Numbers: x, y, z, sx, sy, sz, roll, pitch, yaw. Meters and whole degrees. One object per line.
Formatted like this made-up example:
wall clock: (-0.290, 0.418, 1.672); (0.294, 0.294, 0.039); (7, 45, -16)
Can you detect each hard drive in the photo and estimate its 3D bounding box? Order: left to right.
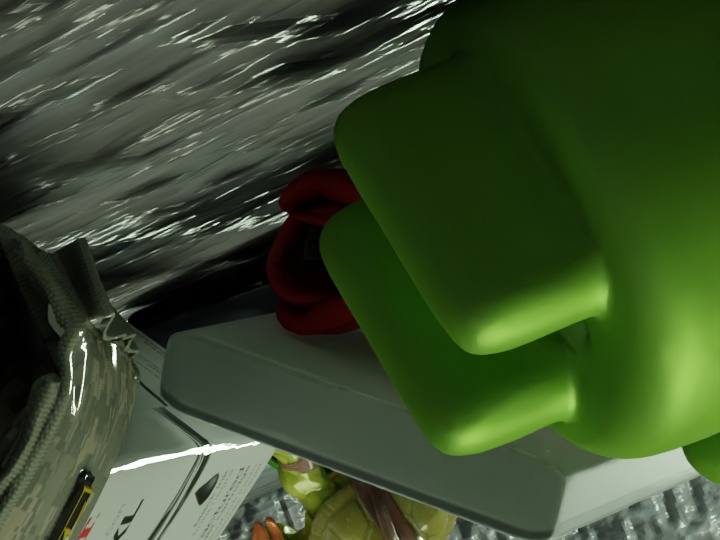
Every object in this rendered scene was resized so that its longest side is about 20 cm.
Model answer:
hard drive: (0.044, 0.038, 0.908); (0.132, 0.027, 0.200); (18, -167, 25)

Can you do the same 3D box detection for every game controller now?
game controller: (0.000, 0.000, 1.072); (0.104, 0.042, 0.200); (-9, -178, 30)

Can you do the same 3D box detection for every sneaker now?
sneaker: (0.027, -0.019, 0.908); (0.115, 0.079, 0.200); (1, 179, -5)

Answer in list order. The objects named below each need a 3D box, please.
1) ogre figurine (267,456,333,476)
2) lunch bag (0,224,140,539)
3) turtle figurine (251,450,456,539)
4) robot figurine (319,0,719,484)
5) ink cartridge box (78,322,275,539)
ogre figurine: (-0.005, 0.061, 1.224); (0.200, 0.098, 0.120); (-12, -173, -14)
lunch bag: (-0.136, 0.061, 0.655); (0.200, 0.118, 0.164); (-28, 175, -2)
turtle figurine: (0.011, 0.079, 1.125); (0.161, 0.200, 0.064); (-34, -148, 7)
robot figurine: (0.093, -0.029, 0.681); (0.200, 0.116, 0.176); (-20, 148, -20)
ink cartridge box: (-0.117, 0.090, 0.864); (0.146, 0.084, 0.200); (-56, 170, 8)
